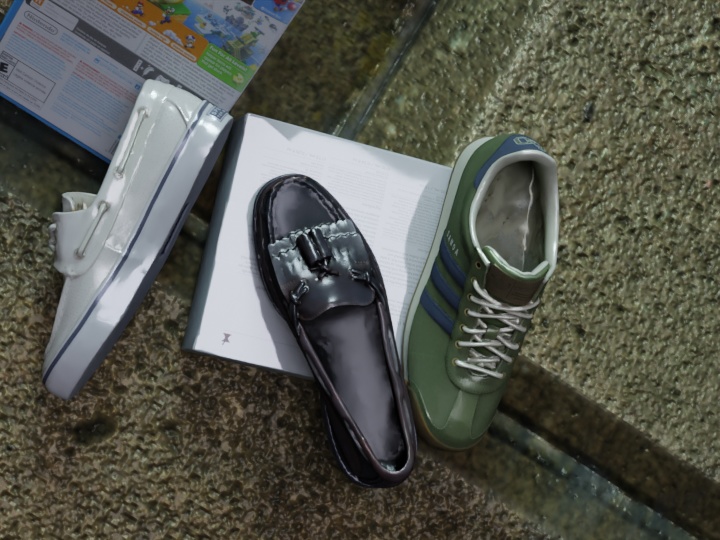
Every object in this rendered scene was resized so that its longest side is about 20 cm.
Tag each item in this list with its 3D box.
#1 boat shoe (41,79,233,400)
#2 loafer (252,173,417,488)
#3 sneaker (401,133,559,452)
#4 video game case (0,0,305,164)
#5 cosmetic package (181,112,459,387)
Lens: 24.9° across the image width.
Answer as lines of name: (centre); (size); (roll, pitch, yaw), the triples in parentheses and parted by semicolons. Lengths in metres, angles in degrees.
boat shoe: (-0.152, -0.021, 0.979); (0.070, 0.071, 0.201); (29, 100, 0)
loafer: (-0.008, 0.034, 0.977); (0.072, 0.063, 0.201); (-19, 90, -12)
sneaker: (0.076, 0.012, 0.989); (0.067, 0.090, 0.201); (13, 85, -16)
video game case: (-0.125, -0.153, 0.967); (0.143, 0.018, 0.200); (32, 120, -11)
cosmetic package: (0.000, 0.000, 1.041); (0.199, 0.052, 0.152); (14, 82, -15)
